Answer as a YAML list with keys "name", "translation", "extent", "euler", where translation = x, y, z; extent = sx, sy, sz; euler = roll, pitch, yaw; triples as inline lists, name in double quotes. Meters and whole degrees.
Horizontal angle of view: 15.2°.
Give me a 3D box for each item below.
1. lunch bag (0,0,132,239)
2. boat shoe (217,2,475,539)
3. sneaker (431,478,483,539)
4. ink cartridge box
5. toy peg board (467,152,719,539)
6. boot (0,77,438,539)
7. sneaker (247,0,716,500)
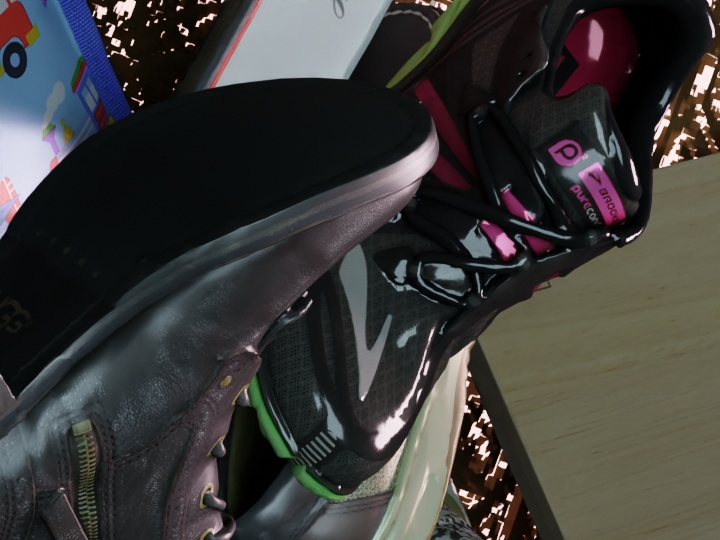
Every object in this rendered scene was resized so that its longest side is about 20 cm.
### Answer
- name: "lunch bag"
  translation: [-0.113, 0.019, 0.724]
  extent: [0.151, 0.094, 0.200]
  euler: [-49, 121, -37]
- name: "boat shoe"
  translation: [-0.001, 0.001, 0.830]
  extent: [0.066, 0.072, 0.201]
  euler: [33, 60, -45]
- name: "sneaker"
  translation: [-0.038, 0.123, 0.842]
  extent: [0.200, 0.089, 0.077]
  euler: [-34, 106, -17]
- name: "ink cartridge box"
  translation: [0.001, -0.106, 0.795]
  extent: [0.044, 0.174, 0.200]
  euler: [30, 83, -9]
- name: "toy peg board"
  translation: [0.138, 0.070, 0.901]
  extent: [0.200, 0.098, 0.199]
  euler: [-14, 65, -21]
- name: "boot"
  translation: [-0.048, 0.060, 0.694]
  extent: [0.200, 0.069, 0.174]
  euler: [-31, 127, -11]
- name: "sneaker"
  translation: [0.033, -0.023, 0.766]
  extent: [0.077, 0.084, 0.200]
  euler: [48, 61, -28]
